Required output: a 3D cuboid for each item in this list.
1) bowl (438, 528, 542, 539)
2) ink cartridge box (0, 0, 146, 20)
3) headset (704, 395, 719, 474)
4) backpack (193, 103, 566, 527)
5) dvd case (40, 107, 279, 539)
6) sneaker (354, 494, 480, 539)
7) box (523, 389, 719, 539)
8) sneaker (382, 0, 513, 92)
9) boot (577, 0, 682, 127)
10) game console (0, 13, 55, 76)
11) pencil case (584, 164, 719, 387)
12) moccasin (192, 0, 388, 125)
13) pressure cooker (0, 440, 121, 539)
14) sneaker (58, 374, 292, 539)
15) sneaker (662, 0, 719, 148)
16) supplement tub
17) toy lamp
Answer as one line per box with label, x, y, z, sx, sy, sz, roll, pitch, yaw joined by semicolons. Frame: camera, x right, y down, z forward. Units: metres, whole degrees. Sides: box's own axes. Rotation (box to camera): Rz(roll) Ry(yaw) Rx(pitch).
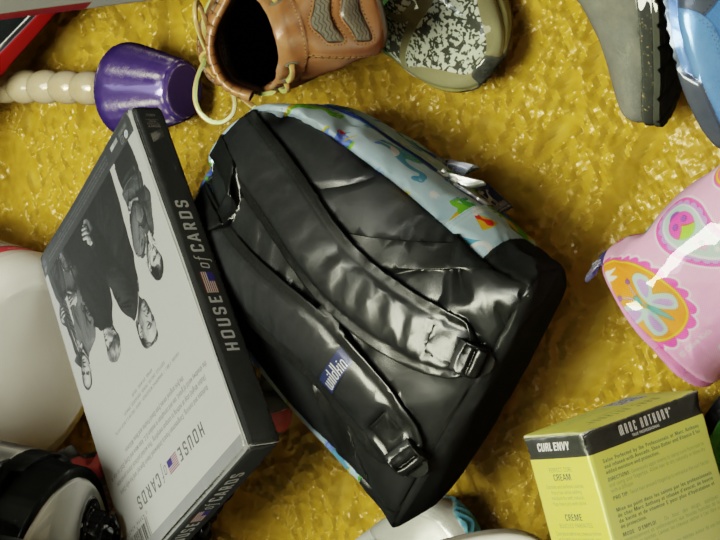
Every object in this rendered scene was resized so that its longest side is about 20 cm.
bowl;0.035;0.232;0.866;0.199;0.075;0.201;-19;95;5
ink cartridge box;-0.206;-0.237;1.006;0.200;0.145;0.083;46;132;29
headset;0.222;0.091;0.765;0.200;0.094;0.124;-28;75;43
backpack;0.000;0.000;0.900;0.200;0.154;0.164;34;118;15
dvd case;-0.113;0.038;0.929;0.150;0.025;0.201;-49;55;46
sneaker;-0.012;0.192;0.937;0.200;0.081;0.077;-43;66;26
box;0.142;0.162;0.812;0.050;0.075;0.201;-15;92;60
sneaker;-0.003;-0.168;0.918;0.200;0.088;0.077;49;116;23
boot;0.082;-0.163;0.838;0.130;0.068;0.201;-4;112;26
game console;-0.273;-0.180;1.097;0.177;0.031;0.200;-46;54;13
pencil case;0.199;-0.036;0.786;0.200;0.087;0.088;-44;68;28
moccasin;-0.054;-0.120;0.921;0.201;0.077;0.074;21;128;66
pressure cooker;-0.218;0.171;0.925;0.199;0.176;0.180;10;108;12
sneaker;-0.105;0.126;1.006;0.200;0.071;0.098;-30;74;33
sneaker;0.184;-0.158;0.804;0.078;0.066;0.201;-2;89;31
supplement tub;-0.273;0.038;1.077;0.199;0.140;0.141;16;100;33
toy lamp;-0.181;-0.112;1.064;0.199;0.058;0.059;8;95;36
